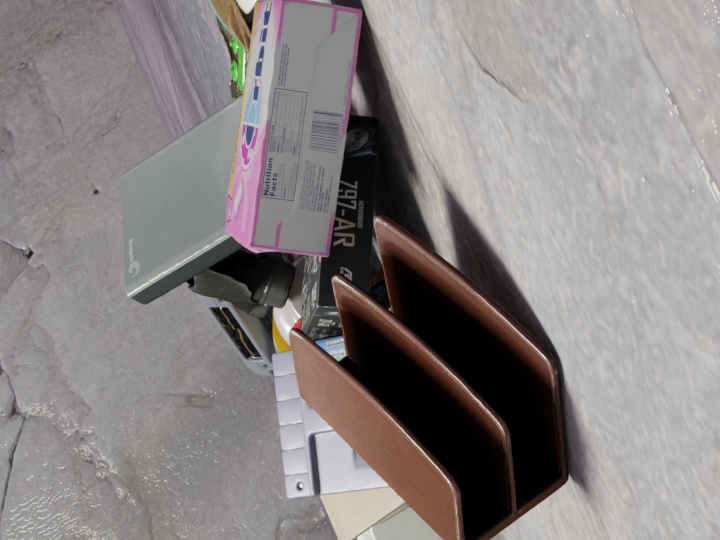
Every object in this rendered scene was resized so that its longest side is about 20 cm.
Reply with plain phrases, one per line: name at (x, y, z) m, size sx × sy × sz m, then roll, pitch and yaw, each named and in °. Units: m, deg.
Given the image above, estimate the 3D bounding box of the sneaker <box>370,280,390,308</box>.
sneaker at (0.059, 0.101, 1.332) m, size 0.078 × 0.075 × 0.201 m, roll -11°, pitch 103°, yaw 64°

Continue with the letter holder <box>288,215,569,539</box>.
letter holder at (0.042, 0.073, 1.078) m, size 0.200 × 0.100 × 0.143 m, roll 41°, pitch 153°, yaw 39°

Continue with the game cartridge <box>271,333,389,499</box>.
game cartridge at (0.010, 0.112, 1.242) m, size 0.199 × 0.038 × 0.131 m, roll -14°, pitch 84°, yaw 40°

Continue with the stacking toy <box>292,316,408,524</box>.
stacking toy at (-0.004, 0.129, 1.413) m, size 0.201 × 0.085 × 0.085 m, roll 59°, pitch 170°, yaw 7°

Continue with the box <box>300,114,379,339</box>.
box at (-0.021, -0.029, 1.314) m, size 0.200 × 0.043 × 0.162 m, roll 118°, pitch 156°, yaw -76°

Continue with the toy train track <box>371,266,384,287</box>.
toy train track at (0.000, 0.000, 1.443) m, size 0.200 × 0.032 × 0.115 m, roll 54°, pitch 135°, yaw 27°

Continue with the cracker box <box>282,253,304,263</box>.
cracker box at (-0.078, -0.067, 1.742) m, size 0.134 × 0.057 × 0.201 m, roll 82°, pitch 163°, yaw -58°

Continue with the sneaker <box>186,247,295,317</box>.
sneaker at (-0.124, 0.002, 1.481) m, size 0.200 × 0.103 × 0.060 m, roll 165°, pitch 120°, yaw -76°

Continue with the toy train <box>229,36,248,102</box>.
toy train at (-0.115, -0.158, 1.623) m, size 0.056 × 0.041 × 0.201 m, roll -123°, pitch 32°, yaw -59°

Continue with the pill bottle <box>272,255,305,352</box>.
pill bottle at (-0.035, 0.045, 1.571) m, size 0.200 × 0.110 × 0.112 m, roll 101°, pitch 146°, yaw -74°

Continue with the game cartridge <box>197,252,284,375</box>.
game cartridge at (-0.122, 0.011, 1.656) m, size 0.200 × 0.041 × 0.134 m, roll 63°, pitch -146°, yaw -56°

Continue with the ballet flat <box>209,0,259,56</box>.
ballet flat at (-0.080, -0.219, 1.408) m, size 0.201 × 0.067 × 0.072 m, roll 65°, pitch 149°, yaw 17°

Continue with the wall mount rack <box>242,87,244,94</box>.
wall mount rack at (-0.076, -0.136, 1.543) m, size 0.174 × 0.074 × 0.201 m, roll 58°, pitch 166°, yaw 35°

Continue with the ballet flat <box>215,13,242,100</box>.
ballet flat at (-0.122, -0.250, 1.640) m, size 0.068 × 0.046 × 0.201 m, roll -75°, pitch -16°, yaw -46°

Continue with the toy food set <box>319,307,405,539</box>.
toy food set at (0.025, 0.129, 1.291) m, size 0.200 × 0.060 × 0.144 m, roll -40°, pitch 64°, yaw 34°

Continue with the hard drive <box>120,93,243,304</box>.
hard drive at (-0.132, -0.071, 1.363) m, size 0.033 × 0.199 × 0.140 m, roll 31°, pitch -141°, yaw -43°

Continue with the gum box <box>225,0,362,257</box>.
gum box at (-0.056, -0.108, 1.204) m, size 0.113 × 0.066 × 0.202 m, roll -153°, pitch 71°, yaw -73°

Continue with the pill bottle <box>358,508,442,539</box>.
pill bottle at (0.033, 0.246, 1.591) m, size 0.200 × 0.110 × 0.112 m, roll 157°, pitch 91°, yaw -81°
